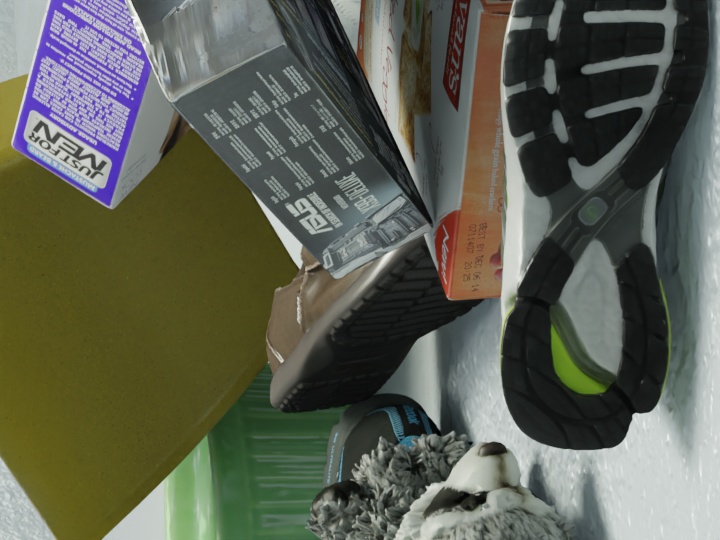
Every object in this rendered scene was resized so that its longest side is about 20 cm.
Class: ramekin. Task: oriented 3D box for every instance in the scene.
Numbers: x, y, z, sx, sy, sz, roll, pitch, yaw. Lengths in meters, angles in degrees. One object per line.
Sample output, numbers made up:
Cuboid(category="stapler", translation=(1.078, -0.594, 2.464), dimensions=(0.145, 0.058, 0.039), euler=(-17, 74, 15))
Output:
Cuboid(category="ramekin", translation=(-0.045, 0.143, 1.580), dimensions=(0.200, 0.097, 0.201), euler=(178, 90, -78))

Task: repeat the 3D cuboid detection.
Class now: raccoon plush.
Cuboid(category="raccoon plush", translation=(0.052, 0.158, 1.210), dimensions=(0.134, 0.096, 0.201), euler=(-138, 30, -61))

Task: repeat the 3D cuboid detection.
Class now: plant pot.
Cuboid(category="plant pot", translation=(-0.141, -0.005, 1.493), dimensions=(0.201, 0.176, 0.200), euler=(59, 174, -19))

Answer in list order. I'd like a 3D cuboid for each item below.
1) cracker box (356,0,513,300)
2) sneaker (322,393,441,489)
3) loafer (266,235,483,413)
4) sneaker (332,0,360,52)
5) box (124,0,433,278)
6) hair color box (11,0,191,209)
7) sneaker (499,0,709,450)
Cuboid(category="cracker box", translation=(0.046, -0.098, 1.211), dimensions=(0.200, 0.057, 0.135), euler=(-110, 21, -54))
Cuboid(category="sneaker", translation=(0.010, 0.162, 1.381), dimensions=(0.082, 0.073, 0.201), euler=(-154, 62, -78))
Cuboid(category="loafer", translation=(0.000, 0.000, 1.323), dimensions=(0.200, 0.073, 0.071), euler=(-44, 57, 54))
Cuboid(category="sneaker", translation=(-0.017, -0.064, 1.476), dimensions=(0.147, 0.080, 0.201), euler=(79, 169, -49))
Cuboid(category="box", translation=(-0.046, -0.102, 1.119), dimensions=(0.158, 0.050, 0.200), euler=(66, -172, 23))
Cuboid(category="hair color box", translation=(-0.087, -0.135, 1.316), dimensions=(0.109, 0.065, 0.200), euler=(-50, -11, -42))
Cuboid(category="sneaker", translation=(0.078, -0.042, 1.046), dimensions=(0.081, 0.073, 0.201), euler=(-102, 18, -72))
